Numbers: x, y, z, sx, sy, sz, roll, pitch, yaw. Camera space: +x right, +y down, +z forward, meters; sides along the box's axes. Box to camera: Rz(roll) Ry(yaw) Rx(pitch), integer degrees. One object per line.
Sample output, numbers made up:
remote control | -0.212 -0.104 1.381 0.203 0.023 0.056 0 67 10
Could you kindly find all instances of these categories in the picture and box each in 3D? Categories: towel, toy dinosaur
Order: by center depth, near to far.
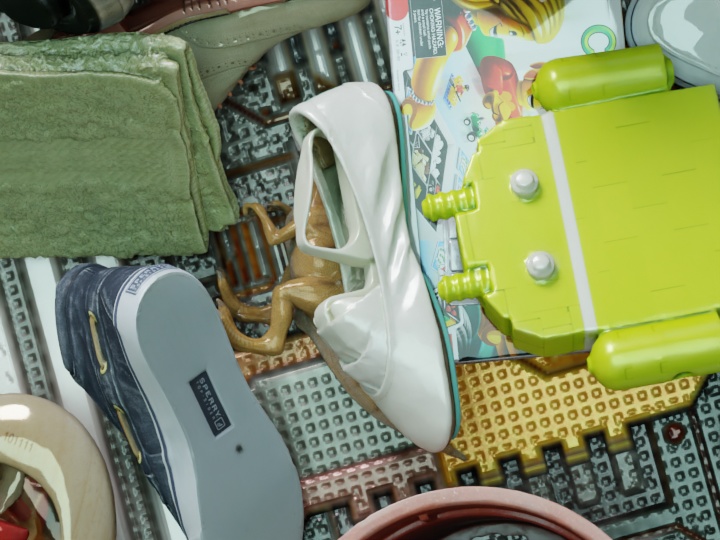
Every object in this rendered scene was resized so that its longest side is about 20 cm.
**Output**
towel | -0.171 -0.065 1.529 0.199 0.149 0.037 -3 44 8
toy dinosaur | -0.021 0.019 1.537 0.106 0.060 0.201 -15 88 5

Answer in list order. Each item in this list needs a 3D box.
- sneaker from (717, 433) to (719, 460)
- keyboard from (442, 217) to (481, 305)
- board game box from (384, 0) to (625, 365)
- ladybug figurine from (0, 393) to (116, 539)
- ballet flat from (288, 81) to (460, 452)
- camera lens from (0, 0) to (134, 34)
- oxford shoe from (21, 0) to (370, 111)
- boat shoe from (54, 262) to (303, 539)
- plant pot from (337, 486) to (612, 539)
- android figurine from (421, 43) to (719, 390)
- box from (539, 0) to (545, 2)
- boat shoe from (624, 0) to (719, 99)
sneaker | 0.226 0.105 1.508 0.071 0.073 0.201 9 102 43
keyboard | 0.142 -0.014 1.508 0.199 0.011 0.057 -2 89 -3
board game box | 0.083 -0.053 1.532 0.125 0.035 0.201 -6 89 0
ladybug figurine | -0.201 0.163 1.551 0.135 0.072 0.201 23 92 6
ballet flat | 0.000 0.000 1.495 0.069 0.069 0.201 -13 78 7
camera lens | -0.149 -0.236 1.490 0.159 0.160 0.201 31 78 6
oxford shoe | -0.082 -0.119 1.551 0.199 0.071 0.074 -15 109 9
boat shoe | -0.097 0.084 1.546 0.071 0.091 0.201 -31 113 -31
plant pot | 0.065 0.204 1.456 0.199 0.195 0.202 0 90 6
android figurine | 0.133 -0.027 1.476 0.199 0.041 0.183 -8 70 -1
box | 0.064 -0.248 1.464 0.094 0.103 0.200 -37 53 5
boat shoe | 0.237 -0.121 1.503 0.199 0.067 0.074 8 90 7
